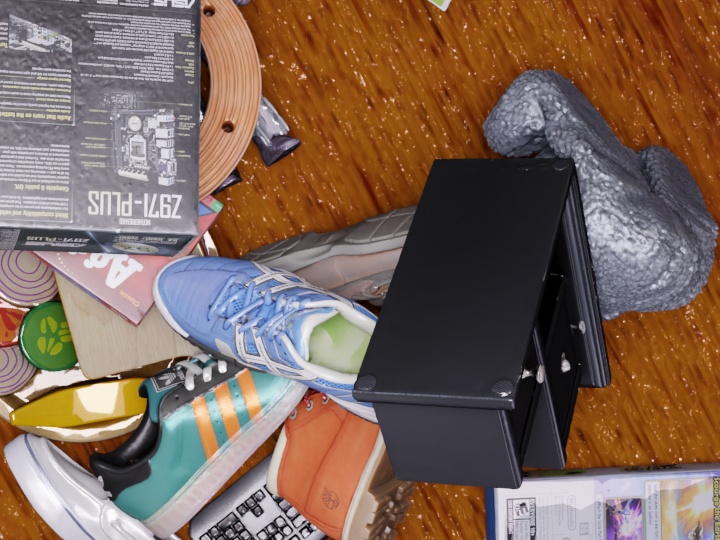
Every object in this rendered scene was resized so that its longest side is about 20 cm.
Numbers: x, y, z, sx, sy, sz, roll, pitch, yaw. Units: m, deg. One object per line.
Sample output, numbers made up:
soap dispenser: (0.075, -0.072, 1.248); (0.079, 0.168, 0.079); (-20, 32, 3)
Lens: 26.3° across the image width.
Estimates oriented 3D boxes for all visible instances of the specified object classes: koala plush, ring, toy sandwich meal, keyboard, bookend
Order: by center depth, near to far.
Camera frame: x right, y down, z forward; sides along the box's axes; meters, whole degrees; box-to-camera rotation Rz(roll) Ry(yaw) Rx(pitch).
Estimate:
bookend: (0.084, 0.069, 0.943); (0.092, 0.200, 0.199); (1, 133, 20)
ring: (-0.167, -0.126, 1.040); (0.200, 0.019, 0.201); (2, 81, -9)
toy sandwich meal: (-0.192, 0.030, 1.089); (0.205, 0.070, 0.205); (0, 91, -7)
koala plush: (0.134, 0.000, 1.091); (0.177, 0.184, 0.200); (30, 117, -28)
keyboard: (-0.021, 0.166, 1.130); (0.200, 0.040, 0.104); (-39, 95, -4)

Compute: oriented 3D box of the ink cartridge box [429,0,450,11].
ink cartridge box: (-0.016, -0.259, 1.070); (0.200, 0.076, 0.148); (33, 53, -8)

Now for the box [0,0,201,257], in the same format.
box: (-0.204, -0.098, 0.965); (0.200, 0.086, 0.164); (1, 81, -16)

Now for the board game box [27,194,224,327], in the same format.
board game box: (-0.203, -0.060, 1.041); (0.200, 0.019, 0.103); (35, 78, -2)

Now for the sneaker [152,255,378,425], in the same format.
sneaker: (-0.045, 0.032, 0.988); (0.200, 0.077, 0.076); (19, 73, 16)

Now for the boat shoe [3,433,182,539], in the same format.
boat shoe: (-0.166, 0.180, 1.098); (0.065, 0.074, 0.200); (-41, 107, 2)

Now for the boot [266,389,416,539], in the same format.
boot: (-0.004, 0.094, 1.072); (0.107, 0.075, 0.200); (28, 110, 25)

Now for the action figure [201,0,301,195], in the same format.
action figure: (-0.120, -0.159, 1.096); (0.130, 0.069, 0.200); (-30, 92, -1)

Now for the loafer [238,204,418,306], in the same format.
loafer: (0.000, 0.000, 1.081); (0.200, 0.072, 0.063); (-12, 108, 33)

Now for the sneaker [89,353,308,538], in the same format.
sneaker: (-0.100, 0.085, 1.043); (0.080, 0.071, 0.200); (41, 88, -19)

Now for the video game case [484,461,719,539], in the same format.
video game case: (0.187, 0.248, 1.155); (0.181, 0.045, 0.200); (-2, 92, -6)
